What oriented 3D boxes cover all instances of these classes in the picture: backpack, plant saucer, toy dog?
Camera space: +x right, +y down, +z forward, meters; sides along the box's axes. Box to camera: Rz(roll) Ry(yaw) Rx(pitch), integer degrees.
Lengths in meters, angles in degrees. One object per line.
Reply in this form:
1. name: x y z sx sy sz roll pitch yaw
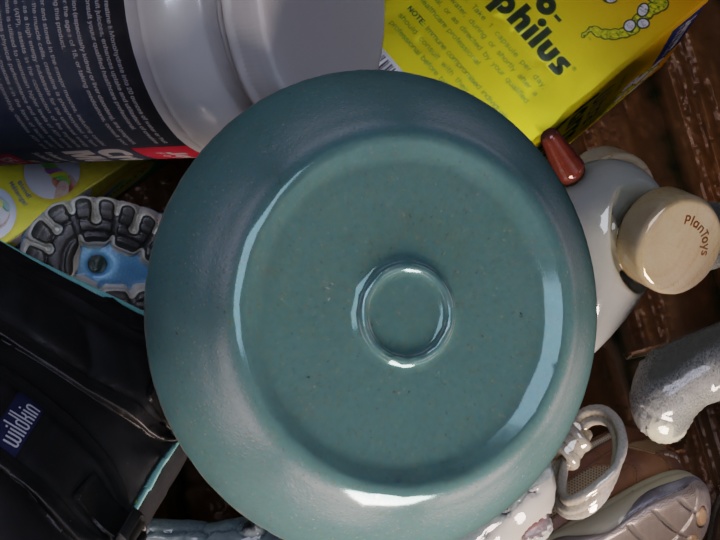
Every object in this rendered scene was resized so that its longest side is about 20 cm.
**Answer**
1. backpack: -0.185 0.069 0.650 0.199 0.153 0.176 35 43 -7
2. plant saucer: 0.014 0.017 0.634 0.198 0.036 0.202 1 88 -19
3. toy dog: 0.084 0.012 0.764 0.096 0.132 0.201 37 71 -26

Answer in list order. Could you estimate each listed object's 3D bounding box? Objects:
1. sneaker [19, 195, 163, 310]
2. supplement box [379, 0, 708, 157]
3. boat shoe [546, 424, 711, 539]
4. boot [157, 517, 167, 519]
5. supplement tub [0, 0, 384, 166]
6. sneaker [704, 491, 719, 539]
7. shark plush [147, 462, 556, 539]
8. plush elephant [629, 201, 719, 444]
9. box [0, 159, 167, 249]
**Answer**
1. sneaker: -0.078 0.004 0.804 0.199 0.090 0.079 20 92 -21
2. supplement box: 0.064 -0.103 0.820 0.200 0.109 0.110 -40 83 -10
3. boat shoe: 0.078 0.142 0.799 0.199 0.076 0.072 -24 48 -6
4. boot: -0.072 0.235 0.759 0.200 0.072 0.155 45 75 1
5. supplement tub: -0.103 -0.121 0.717 0.198 0.140 0.142 0 77 26
6. sneaker: 0.213 0.198 0.761 0.070 0.076 0.202 -3 79 -4
7. shark plush: -0.011 0.114 0.723 0.198 0.084 0.091 6 34 16
8. plush elephant: 0.255 0.043 0.795 0.199 0.165 0.155 -20 120 26
9. box: -0.194 -0.068 0.829 0.199 0.048 0.118 -34 82 -8
